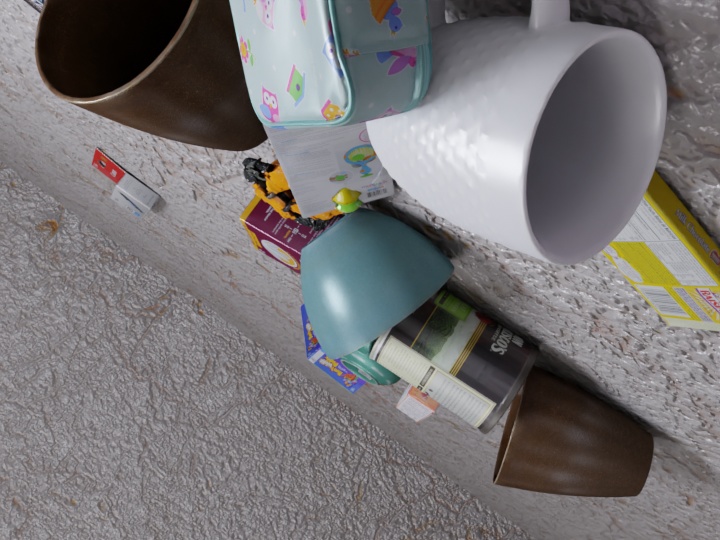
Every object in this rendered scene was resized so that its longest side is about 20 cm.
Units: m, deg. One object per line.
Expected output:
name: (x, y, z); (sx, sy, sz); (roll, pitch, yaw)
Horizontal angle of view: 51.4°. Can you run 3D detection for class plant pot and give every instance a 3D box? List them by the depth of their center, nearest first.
plant pot: (-0.161, -0.198, 0.711); (0.187, 0.187, 0.200); (24, 176, 32)
plant pot: (0.000, 0.000, 0.959); (0.135, 0.200, 0.200); (53, 162, -5)
plant pot: (0.317, 0.254, 1.103); (0.199, 0.187, 0.187); (16, 161, 10)

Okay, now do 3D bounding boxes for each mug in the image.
mug: (0.089, -0.123, 0.506); (0.175, 0.147, 0.201); (28, 135, 44)
mug: (0.019, 0.144, 1.448); (0.152, 0.115, 0.185); (16, 157, 48)

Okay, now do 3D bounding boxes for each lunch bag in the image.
lunch bag: (-0.031, -0.194, 0.477); (0.160, 0.077, 0.201); (14, 116, 58)

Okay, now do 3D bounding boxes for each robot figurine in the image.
robot figurine: (-0.078, -0.113, 0.992); (0.145, 0.058, 0.200); (41, 163, -20)

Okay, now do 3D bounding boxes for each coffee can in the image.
coffee can: (0.134, 0.120, 1.084); (0.200, 0.147, 0.146); (32, 164, 8)

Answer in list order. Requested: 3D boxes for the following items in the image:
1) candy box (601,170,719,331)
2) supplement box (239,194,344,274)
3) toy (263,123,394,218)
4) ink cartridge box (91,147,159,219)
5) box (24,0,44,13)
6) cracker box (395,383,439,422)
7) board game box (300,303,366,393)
candy box: (0.264, -0.012, 0.652); (0.200, 0.026, 0.102); (41, 161, -24)
supplement box: (-0.071, -0.042, 1.134); (0.200, 0.086, 0.110); (30, 163, 17)
toy: (-0.030, -0.130, 0.813); (0.200, 0.115, 0.047); (73, -177, -63)
ink cartridge box: (-0.569, -0.199, 1.769); (0.176, 0.045, 0.200); (38, 164, -16)
box: (-0.393, -0.376, 0.876); (0.200, 0.050, 0.198); (40, 164, -19)
cracker box: (0.129, 0.192, 1.333); (0.058, 0.134, 0.200); (33, 164, 5)
board game box: (-0.059, 0.153, 1.583); (0.134, 0.045, 0.200); (42, -165, -25)
